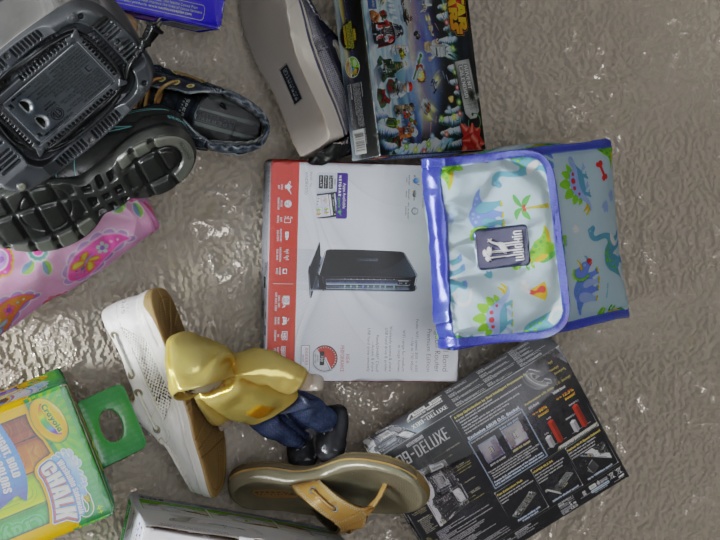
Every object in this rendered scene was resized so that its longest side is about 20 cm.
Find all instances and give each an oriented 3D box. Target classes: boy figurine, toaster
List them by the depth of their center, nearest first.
[{"bbox_3d":[-0.254,-0.168,1.520,0.200,0.129,0.114,-40,123,8],"label":"toaster"},{"bbox_3d":[-0.091,0.109,1.620,0.200,0.124,0.065,35,44,-45],"label":"boy figurine"}]

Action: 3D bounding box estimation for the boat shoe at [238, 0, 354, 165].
[{"bbox_3d":[-0.037,-0.194,1.676,0.093,0.075,0.200,-15,83,-40],"label":"boat shoe"}]

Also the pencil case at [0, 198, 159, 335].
[{"bbox_3d":[-0.273,-0.019,1.622,0.200,0.087,0.088,-35,99,-8],"label":"pencil case"}]

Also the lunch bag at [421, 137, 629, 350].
[{"bbox_3d":[0.137,-0.026,1.650,0.200,0.127,0.171,-8,93,-40],"label":"lunch bag"}]

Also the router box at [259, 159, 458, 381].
[{"bbox_3d":[0.000,0.000,1.695,0.179,0.049,0.201,0,93,-11],"label":"router box"}]

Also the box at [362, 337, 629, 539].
[{"bbox_3d":[0.124,0.173,1.702,0.200,0.050,0.158,-32,112,-3],"label":"box"}]

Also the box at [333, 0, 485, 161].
[{"bbox_3d":[0.042,-0.201,1.658,0.137,0.040,0.201,-7,90,-44],"label":"box"}]

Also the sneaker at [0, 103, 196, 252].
[{"bbox_3d":[-0.233,-0.079,1.571,0.200,0.079,0.075,-22,131,3],"label":"sneaker"}]

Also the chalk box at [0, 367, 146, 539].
[{"bbox_3d":[-0.287,0.165,1.609,0.200,0.124,0.125,-23,97,-9],"label":"chalk box"}]

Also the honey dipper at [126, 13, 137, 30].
[{"bbox_3d":[-0.279,-0.164,1.610,0.200,0.038,0.038,-31,99,8],"label":"honey dipper"}]

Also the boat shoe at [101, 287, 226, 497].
[{"bbox_3d":[-0.177,0.114,1.663,0.069,0.071,0.200,-14,105,16],"label":"boat shoe"}]

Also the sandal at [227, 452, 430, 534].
[{"bbox_3d":[-0.031,0.205,1.647,0.200,0.054,0.080,-4,139,24],"label":"sandal"}]

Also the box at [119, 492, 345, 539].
[{"bbox_3d":[-0.108,0.266,1.623,0.199,0.176,0.097,12,90,-12],"label":"box"}]

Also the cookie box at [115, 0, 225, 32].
[{"bbox_3d":[-0.191,-0.323,1.614,0.171,0.075,0.201,10,92,-22],"label":"cookie box"}]

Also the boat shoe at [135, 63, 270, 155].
[{"bbox_3d":[-0.175,-0.150,1.630,0.200,0.091,0.071,13,90,-11],"label":"boat shoe"}]
